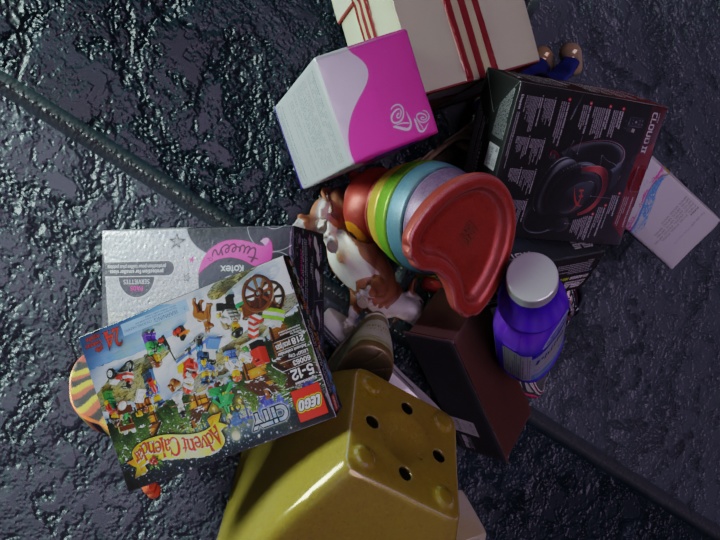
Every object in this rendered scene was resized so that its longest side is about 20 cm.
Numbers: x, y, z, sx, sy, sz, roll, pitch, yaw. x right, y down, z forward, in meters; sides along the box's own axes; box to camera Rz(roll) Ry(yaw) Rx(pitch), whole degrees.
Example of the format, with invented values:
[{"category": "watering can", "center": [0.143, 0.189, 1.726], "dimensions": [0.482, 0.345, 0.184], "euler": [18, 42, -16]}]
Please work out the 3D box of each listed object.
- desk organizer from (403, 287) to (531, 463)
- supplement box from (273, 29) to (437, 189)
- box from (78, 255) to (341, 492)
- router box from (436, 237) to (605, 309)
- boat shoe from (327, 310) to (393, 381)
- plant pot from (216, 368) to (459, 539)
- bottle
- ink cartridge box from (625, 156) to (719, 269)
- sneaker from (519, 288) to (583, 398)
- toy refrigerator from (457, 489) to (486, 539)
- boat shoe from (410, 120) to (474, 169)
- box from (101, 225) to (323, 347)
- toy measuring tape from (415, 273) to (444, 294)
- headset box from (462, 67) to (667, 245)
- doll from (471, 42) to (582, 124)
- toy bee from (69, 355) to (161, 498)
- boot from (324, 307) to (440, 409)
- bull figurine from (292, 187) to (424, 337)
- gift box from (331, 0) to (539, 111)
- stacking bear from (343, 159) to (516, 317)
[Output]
[{"category": "desk organizer", "center": [0.132, 0.124, 0.775], "dimensions": [0.077, 0.070, 0.203], "euler": [-48, 126, -31]}, {"category": "supplement box", "center": [-0.013, -0.159, 0.687], "dimensions": [0.099, 0.199, 0.106], "euler": [-22, 96, -16]}, {"category": "box", "center": [-0.128, 0.087, 0.565], "dimensions": [0.195, 0.038, 0.141], "euler": [-21, 88, 7]}, {"category": "router box", "center": [0.159, -0.040, 0.753], "dimensions": [0.195, 0.063, 0.152], "euler": [-9, 50, -31]}, {"category": "boat shoe", "center": [-0.023, 0.131, 0.718], "dimensions": [0.071, 0.064, 0.203], "euler": [22, 125, -10]}, {"category": "plant pot", "center": [-0.007, 0.215, 0.620], "dimensions": [0.190, 0.198, 0.202], "euler": [28, 123, -13]}, {"category": "bottle", "center": [0.171, 0.048, 0.661], "dimensions": [0.064, 0.201, 0.084], "euler": [32, 75, 25]}, {"category": "ink cartridge box", "center": [0.326, -0.115, 0.822], "dimensions": [0.198, 0.149, 0.086], "euler": [38, 110, -15]}, {"category": "sneaker", "center": [0.233, 0.057, 0.820], "dimensions": [0.080, 0.073, 0.207], "euler": [17, 85, -51]}, {"category": "toy refrigerator", "center": [0.044, 0.333, 0.758], "dimensions": [0.194, 0.070, 0.078], "euler": [-11, 126, -18]}, {"category": "boat shoe", "center": [0.131, -0.135, 0.806], "dimensions": [0.197, 0.064, 0.073], "euler": [-33, 99, -16]}, {"category": "box", "center": [-0.141, 0.024, 0.648], "dimensions": [0.193, 0.115, 0.137], "euler": [0, 90, 10]}, {"category": "toy measuring tape", "center": [0.134, 0.007, 0.804], "dimensions": [0.195, 0.073, 0.076], "euler": [20, 84, -17]}, {"category": "headset box", "center": [0.211, -0.113, 0.681], "dimensions": [0.193, 0.075, 0.153], "euler": [2, 115, -19]}, {"category": "doll", "center": [0.194, -0.212, 0.799], "dimensions": [0.200, 0.134, 0.049], "euler": [-45, 127, -35]}, {"category": "toy bee", "center": [-0.208, 0.156, 0.644], "dimensions": [0.132, 0.194, 0.111], "euler": [62, 39, -48]}, {"category": "boot", "center": [0.007, 0.143, 0.764], "dimensions": [0.200, 0.073, 0.090], "euler": [45, 97, -2]}, {"category": "bull figurine", "center": [0.000, 0.000, 0.749], "dimensions": [0.064, 0.121, 0.202], "euler": [-34, 93, 28]}, {"category": "gift box", "center": [0.086, -0.289, 0.727], "dimensions": [0.180, 0.199, 0.193], "euler": [-20, 94, -22]}, {"category": "stacking bear", "center": [0.050, -0.054, 0.655], "dimensions": [0.121, 0.198, 0.115], "euler": [43, 81, -34]}]
